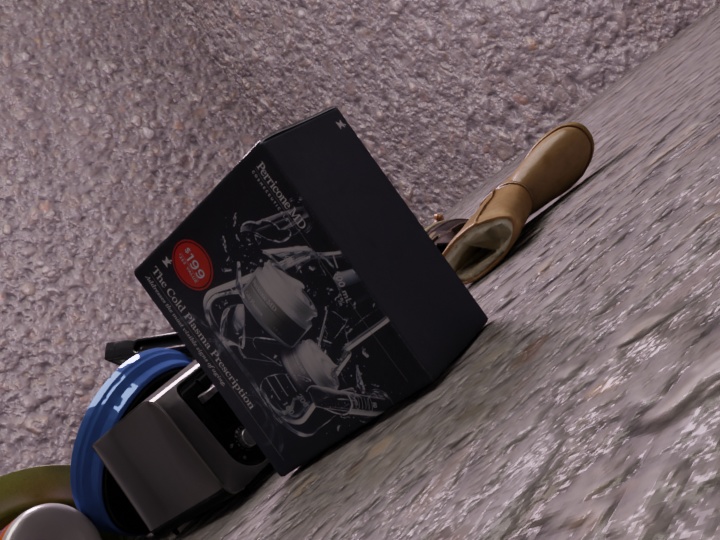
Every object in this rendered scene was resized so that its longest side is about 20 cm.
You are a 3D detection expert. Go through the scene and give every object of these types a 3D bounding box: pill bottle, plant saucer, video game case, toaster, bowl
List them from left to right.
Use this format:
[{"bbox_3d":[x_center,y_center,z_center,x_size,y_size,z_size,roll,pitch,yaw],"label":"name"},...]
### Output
[{"bbox_3d":[-0.351,0.323,0.970,0.199,0.110,0.109,-37,1,37],"label":"pill bottle"},{"bbox_3d":[-0.335,0.285,1.048,0.199,0.199,0.031,-38,40,23],"label":"plant saucer"},{"bbox_3d":[-0.221,0.186,1.014,0.039,0.204,0.200,15,31,27],"label":"bowl"},{"bbox_3d":[-0.171,0.112,1.134,0.178,0.026,0.199,-9,-23,29],"label":"video game case"},{"bbox_3d":[-0.136,0.144,0.904,0.180,0.119,0.199,-38,1,-44],"label":"toaster"}]

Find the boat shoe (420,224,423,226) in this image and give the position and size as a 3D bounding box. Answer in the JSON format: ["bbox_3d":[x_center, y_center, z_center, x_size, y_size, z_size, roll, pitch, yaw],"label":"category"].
[{"bbox_3d":[0.000,0.000,1.107,0.201,0.060,0.073,-44,-32,-33],"label":"boat shoe"}]

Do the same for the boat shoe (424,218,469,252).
[{"bbox_3d":[0.090,-0.003,1.091,0.072,0.076,0.199,0,26,43],"label":"boat shoe"}]

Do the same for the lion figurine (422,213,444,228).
[{"bbox_3d":[0.087,-0.010,1.412,0.123,0.072,0.201,-55,-3,-36],"label":"lion figurine"}]

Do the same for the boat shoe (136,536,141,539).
[{"bbox_3d":[-0.283,0.289,1.156,0.199,0.067,0.074,-38,1,30],"label":"boat shoe"}]

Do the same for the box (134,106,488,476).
[{"bbox_3d":[-0.041,0.018,0.718,0.182,0.201,0.104,-38,-1,37],"label":"box"}]

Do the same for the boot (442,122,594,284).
[{"bbox_3d":[0.175,-0.073,1.028,0.175,0.066,0.200,-47,-2,26],"label":"boot"}]
